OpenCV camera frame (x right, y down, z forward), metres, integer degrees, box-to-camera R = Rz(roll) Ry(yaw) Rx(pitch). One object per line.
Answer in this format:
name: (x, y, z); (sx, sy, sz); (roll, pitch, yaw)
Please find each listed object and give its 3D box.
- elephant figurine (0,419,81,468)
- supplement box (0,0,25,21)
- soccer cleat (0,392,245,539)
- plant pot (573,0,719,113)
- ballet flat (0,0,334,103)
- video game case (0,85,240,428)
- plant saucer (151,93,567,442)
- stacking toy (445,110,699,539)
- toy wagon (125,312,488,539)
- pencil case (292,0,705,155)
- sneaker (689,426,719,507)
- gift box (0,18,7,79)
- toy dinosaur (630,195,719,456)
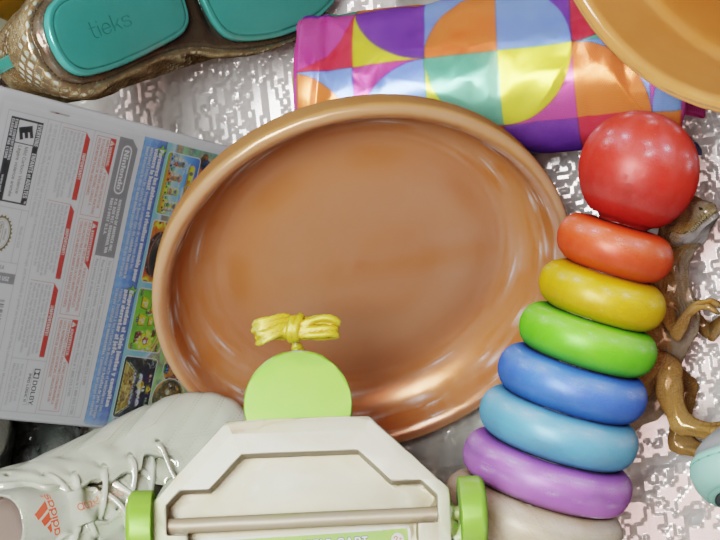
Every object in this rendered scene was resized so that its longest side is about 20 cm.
elephant figurine: (-0.218, 0.068, 0.772); (0.141, 0.200, 0.156); (-31, 83, 9)
supplement box: (-0.131, -0.251, 0.798); (0.199, 0.133, 0.198); (-32, 84, 7)
soccer cleat: (-0.130, 0.108, 0.719); (0.199, 0.078, 0.069); (-26, 70, -22)
plant pot: (0.193, -0.176, 0.683); (0.199, 0.140, 0.201); (19, 118, 38)
ballet flat: (-0.095, -0.126, 0.786); (0.065, 0.200, 0.071); (-11, 97, 45)
video game case: (-0.107, 0.004, 0.769); (0.018, 0.199, 0.144); (13, 91, 45)
plant saucer: (0.000, 0.000, 0.772); (0.199, 0.038, 0.201); (-6, 127, -8)
stacking toy: (0.103, 0.025, 0.739); (0.085, 0.085, 0.201); (16, 95, 10)
toy wagon: (-0.022, 0.119, 0.698); (0.154, 0.040, 0.201); (-2, 75, -1)
pencil case: (0.066, -0.091, 0.787); (0.199, 0.088, 0.089); (-2, 89, 11)
sneaker: (0.209, 0.023, 0.739); (0.199, 0.078, 0.141); (-11, 75, -33)
gift box: (-0.298, -0.090, 0.788); (0.184, 0.187, 0.201); (26, 91, 16)
toy dinosaur: (0.136, 0.058, 0.796); (0.106, 0.060, 0.201); (34, 107, 20)
